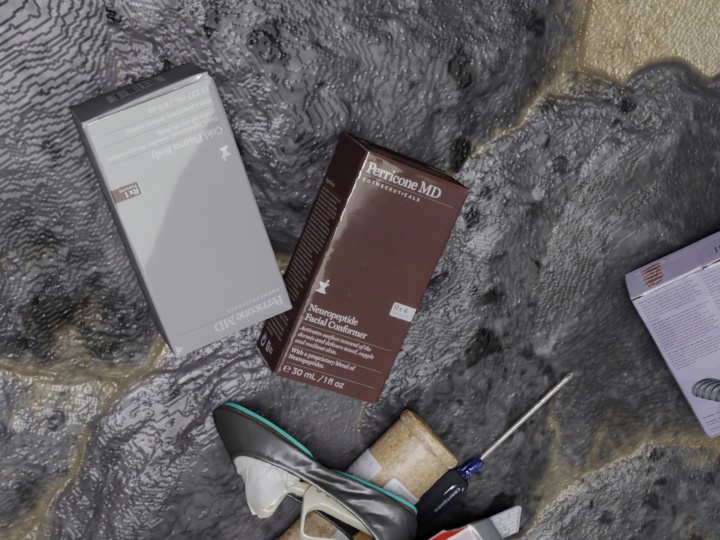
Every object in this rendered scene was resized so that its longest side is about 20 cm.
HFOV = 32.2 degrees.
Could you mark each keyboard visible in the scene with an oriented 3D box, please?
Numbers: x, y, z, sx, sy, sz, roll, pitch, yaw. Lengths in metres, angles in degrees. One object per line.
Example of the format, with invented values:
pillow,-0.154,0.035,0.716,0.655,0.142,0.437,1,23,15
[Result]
keyboard,0.059,0.268,1.161,0.199,0.011,0.056,-21,151,-11

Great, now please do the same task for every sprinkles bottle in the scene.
sprinkles bottle,-0.005,0.215,1.106,0.200,0.068,0.068,-44,116,0

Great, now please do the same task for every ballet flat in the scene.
ballet flat,-0.047,0.183,1.036,0.199,0.068,0.069,28,59,6

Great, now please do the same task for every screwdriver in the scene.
screwdriver,0.125,0.166,1.152,0.200,0.028,0.029,-38,87,1

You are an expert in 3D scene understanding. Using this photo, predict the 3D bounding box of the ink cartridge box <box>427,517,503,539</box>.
ink cartridge box,0.023,0.284,1.070,0.200,0.174,0.044,-34,75,10

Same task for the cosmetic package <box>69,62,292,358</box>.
cosmetic package,-0.137,-0.047,0.963,0.107,0.090,0.201,-25,111,-12

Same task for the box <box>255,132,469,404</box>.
box,0.000,0.000,1.033,0.100,0.075,0.201,18,100,-23

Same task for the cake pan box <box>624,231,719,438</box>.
cake pan box,0.370,0.042,1.143,0.200,0.052,0.184,-27,118,18
